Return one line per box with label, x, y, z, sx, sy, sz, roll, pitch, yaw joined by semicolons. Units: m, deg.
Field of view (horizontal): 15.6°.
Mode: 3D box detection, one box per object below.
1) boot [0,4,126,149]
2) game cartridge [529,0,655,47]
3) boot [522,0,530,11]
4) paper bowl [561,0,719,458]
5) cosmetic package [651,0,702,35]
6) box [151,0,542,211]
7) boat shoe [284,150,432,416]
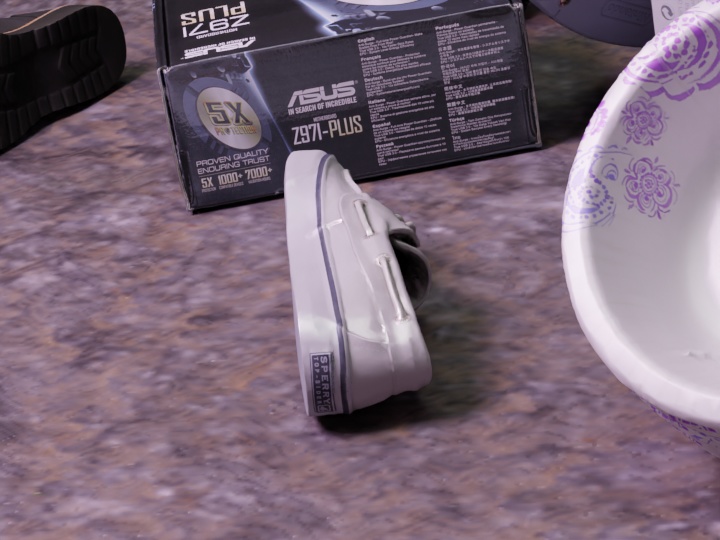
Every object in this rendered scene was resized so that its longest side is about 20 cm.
boot;-0.258;-0.115;1.604;0.138;0.078;0.200;3;13;38
game cartridge;0.163;-0.186;1.450;0.200;0.134;0.040;7;32;-51
boot;0.018;-0.188;1.650;0.167;0.077;0.200;1;-9;-27
paper bowl;0.189;-0.014;1.057;0.200;0.104;0.201;-13;63;26
cosmetic package;0.290;-0.150;1.379;0.199;0.123;0.200;-28;28;-37
box;-0.012;-0.117;1.474;0.199;0.086;0.164;-10;23;-1
boat shoe;0.000;0.000;1.218;0.065;0.072;0.200;-6;24;-1
